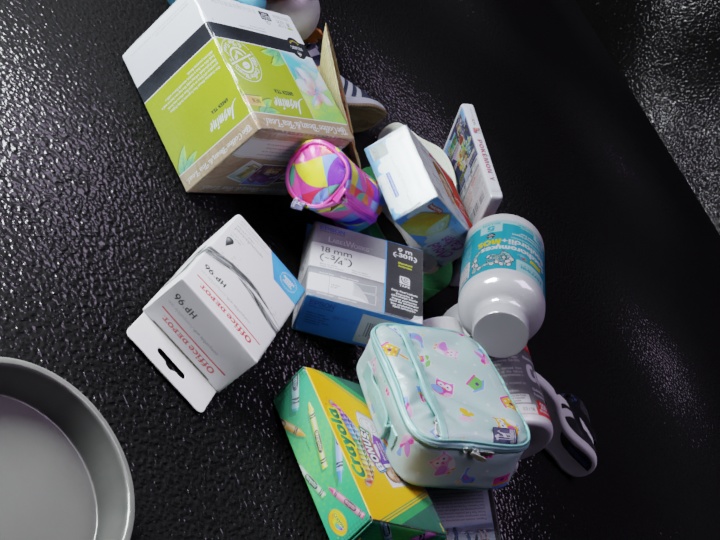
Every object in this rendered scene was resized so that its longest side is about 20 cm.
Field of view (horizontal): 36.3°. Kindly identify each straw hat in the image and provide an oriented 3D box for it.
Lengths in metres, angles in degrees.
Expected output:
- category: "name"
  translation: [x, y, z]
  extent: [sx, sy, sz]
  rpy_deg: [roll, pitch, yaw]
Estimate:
- category: "straw hat"
  translation: [-0.061, -0.218, 1.456]
  extent: [0.201, 0.084, 0.203]
  rpy_deg: [-14, 90, -87]

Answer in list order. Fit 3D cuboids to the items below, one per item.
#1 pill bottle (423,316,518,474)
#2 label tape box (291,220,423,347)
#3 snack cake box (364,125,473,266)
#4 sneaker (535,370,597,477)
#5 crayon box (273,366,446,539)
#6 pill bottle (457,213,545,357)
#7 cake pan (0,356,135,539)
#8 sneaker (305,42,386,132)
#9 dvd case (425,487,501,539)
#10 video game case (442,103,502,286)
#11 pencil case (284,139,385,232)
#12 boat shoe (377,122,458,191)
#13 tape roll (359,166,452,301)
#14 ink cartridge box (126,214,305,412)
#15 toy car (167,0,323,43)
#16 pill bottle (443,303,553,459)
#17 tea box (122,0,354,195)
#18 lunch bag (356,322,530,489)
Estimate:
- category: "pill bottle"
  translation: [0.110, 0.165, 1.337]
  extent: [0.109, 0.109, 0.201]
  rpy_deg: [18, 45, -47]
- category: "label tape box"
  translation: [0.000, 0.000, 1.336]
  extent: [0.143, 0.064, 0.201]
  rpy_deg: [15, 40, -9]
- category: "snack cake box"
  translation: [0.086, -0.096, 1.470]
  extent: [0.200, 0.067, 0.116]
  rpy_deg: [37, 27, -61]
- category: "sneaker"
  translation: [0.273, 0.198, 1.600]
  extent: [0.201, 0.073, 0.112]
  rpy_deg: [53, 24, -20]
- category: "crayon box"
  translation: [-0.003, 0.202, 1.140]
  extent: [0.118, 0.058, 0.201]
  rpy_deg: [23, 29, -43]
- category: "pill bottle"
  translation: [0.181, 0.022, 1.401]
  extent: [0.111, 0.110, 0.201]
  rpy_deg: [43, 30, -20]
- category: "cake pan"
  translation: [-0.264, 0.163, 0.848]
  extent: [0.200, 0.037, 0.201]
  rpy_deg: [37, 34, -29]
- category: "sneaker"
  translation: [-0.043, -0.269, 1.611]
  extent: [0.199, 0.070, 0.109]
  rpy_deg: [1, 60, -53]
- category: "dvd case"
  translation: [0.074, 0.246, 1.192]
  extent: [0.018, 0.141, 0.201]
  rpy_deg: [89, -3, -46]
- category: "video game case"
  translation: [0.149, -0.109, 1.618]
  extent: [0.023, 0.201, 0.184]
  rpy_deg: [0, 52, -16]
- category: "pencil case"
  translation: [-0.028, -0.097, 1.339]
  extent: [0.089, 0.088, 0.200]
  rpy_deg: [60, 10, 11]
- category: "boat shoe"
  translation: [0.096, -0.153, 1.661]
  extent: [0.062, 0.073, 0.200]
  rpy_deg: [43, 5, -46]
- category: "tape roll"
  translation: [0.047, -0.048, 1.534]
  extent: [0.200, 0.048, 0.202]
  rpy_deg: [37, 33, -29]
- category: "ink cartridge box"
  translation: [-0.143, 0.040, 1.131]
  extent: [0.116, 0.068, 0.200]
  rpy_deg: [48, 29, -11]
- category: "toy car"
  translation: [-0.128, -0.373, 1.494]
  extent: [0.185, 0.176, 0.200]
  rpy_deg: [-62, 144, -22]
- category: "pill bottle"
  translation: [0.175, 0.142, 1.454]
  extent: [0.113, 0.114, 0.201]
  rpy_deg: [25, 40, -41]
- category: "tea box"
  translation: [-0.144, -0.206, 1.324]
  extent: [0.199, 0.133, 0.198]
  rpy_deg: [-6, 65, -58]
- category: "lunch bag"
  translation: [0.083, 0.143, 1.182]
  extent: [0.159, 0.078, 0.201]
  rpy_deg: [11, 32, -27]
